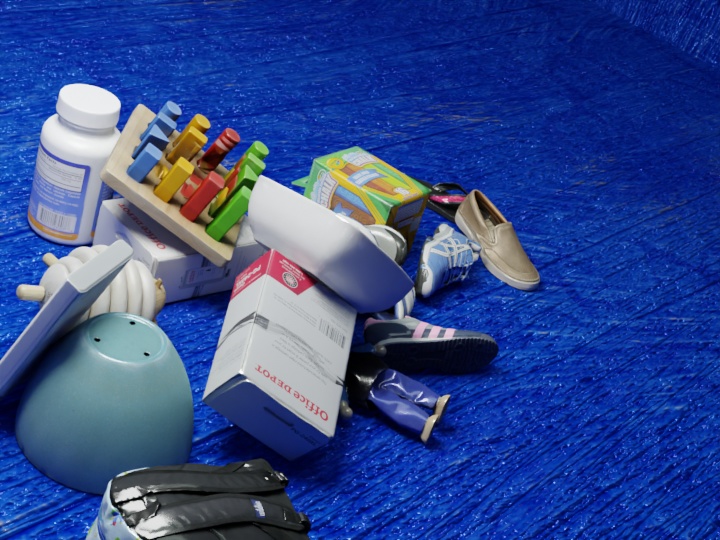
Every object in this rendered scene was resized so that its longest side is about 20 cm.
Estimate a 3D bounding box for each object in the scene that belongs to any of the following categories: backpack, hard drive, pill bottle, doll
[{"bbox_3d":[-0.166,0.262,1.170,0.199,0.154,0.164,22,23,-44],"label":"backpack"},{"bbox_3d":[-0.336,0.059,1.311,0.027,0.200,0.132,42,24,-2],"label":"hard drive"},{"bbox_3d":[-0.386,-0.146,1.634,0.111,0.202,0.112,14,29,-8],"label":"pill bottle"},{"bbox_3d":[0.010,0.149,1.531,0.198,0.049,0.137,26,44,13],"label":"doll"}]

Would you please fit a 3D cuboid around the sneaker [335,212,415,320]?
[{"bbox_3d":[0.000,0.000,1.692,0.200,0.075,0.088,40,30,-12],"label":"sneaker"}]

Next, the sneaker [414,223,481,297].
[{"bbox_3d":[0.133,-0.014,1.846,0.076,0.076,0.200,20,31,10],"label":"sneaker"}]

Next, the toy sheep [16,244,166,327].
[{"bbox_3d":[-0.325,0.031,1.454,0.198,0.139,0.138,-2,35,-39],"label":"toy sheep"}]

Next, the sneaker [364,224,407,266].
[{"bbox_3d":[-0.025,-0.038,1.763,0.198,0.075,0.079,13,9,24],"label":"sneaker"}]

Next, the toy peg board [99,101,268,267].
[{"bbox_3d":[-0.217,-0.141,1.591,0.199,0.098,0.201,38,27,-18],"label":"toy peg board"}]

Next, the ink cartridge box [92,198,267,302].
[{"bbox_3d":[-0.248,-0.037,1.653,0.199,0.083,0.146,-12,42,-43],"label":"ink cartridge box"}]

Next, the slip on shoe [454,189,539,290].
[{"bbox_3d":[0.229,-0.051,1.965,0.075,0.061,0.201,-6,46,-34],"label":"slip on shoe"}]

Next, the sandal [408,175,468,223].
[{"bbox_3d":[0.147,-0.129,2.074,0.198,0.045,0.075,25,30,10],"label":"sandal"}]

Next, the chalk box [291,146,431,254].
[{"bbox_3d":[-0.013,-0.108,1.868,0.199,0.125,0.124,32,31,22],"label":"chalk box"}]

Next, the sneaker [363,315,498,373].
[{"bbox_3d":[0.096,0.093,1.654,0.198,0.071,0.082,5,36,-26],"label":"sneaker"}]

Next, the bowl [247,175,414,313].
[{"bbox_3d":[-0.047,-0.022,1.519,0.199,0.075,0.200,30,-7,37],"label":"bowl"}]

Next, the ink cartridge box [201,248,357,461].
[{"bbox_3d":[-0.092,0.100,1.417,0.145,0.083,0.201,38,41,-25],"label":"ink cartridge box"}]

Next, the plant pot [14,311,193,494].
[{"bbox_3d":[-0.270,0.127,1.317,0.198,0.136,0.201,14,30,-8],"label":"plant pot"}]
